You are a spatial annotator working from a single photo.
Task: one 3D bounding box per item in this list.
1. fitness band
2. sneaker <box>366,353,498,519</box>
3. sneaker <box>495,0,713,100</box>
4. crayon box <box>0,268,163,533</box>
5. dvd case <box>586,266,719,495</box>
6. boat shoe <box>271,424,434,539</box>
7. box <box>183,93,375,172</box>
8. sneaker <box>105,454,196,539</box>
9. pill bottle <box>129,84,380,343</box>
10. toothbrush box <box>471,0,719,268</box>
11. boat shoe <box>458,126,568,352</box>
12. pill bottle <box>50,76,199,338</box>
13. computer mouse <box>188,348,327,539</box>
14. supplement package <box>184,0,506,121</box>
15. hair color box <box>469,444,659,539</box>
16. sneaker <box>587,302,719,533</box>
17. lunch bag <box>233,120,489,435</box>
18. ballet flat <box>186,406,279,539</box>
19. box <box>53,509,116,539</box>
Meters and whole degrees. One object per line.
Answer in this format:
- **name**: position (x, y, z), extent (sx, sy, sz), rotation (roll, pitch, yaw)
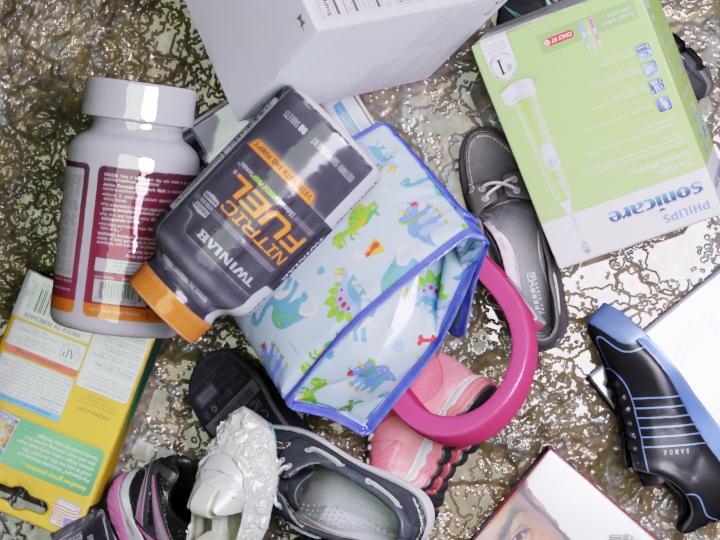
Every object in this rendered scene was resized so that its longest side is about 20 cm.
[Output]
- **fitness band**: position (0.069, 0.054, 1.459), extent (0.144, 0.037, 0.200), rotation (-45, 49, 7)
- **sneaker**: position (0.037, 0.159, 1.504), extent (0.087, 0.074, 0.201), rotation (40, 98, 34)
- **sneaker**: position (0.207, -0.195, 1.508), extent (0.199, 0.075, 0.080), rotation (34, 105, 9)
- **crayon box**: position (-0.259, 0.115, 1.520), extent (0.125, 0.052, 0.202), rotation (21, 88, 4)
- **dvd case**: position (0.313, 0.084, 1.506), extent (0.200, 0.018, 0.143), rotation (-39, 85, 1)
- **boat shoe**: position (-0.038, 0.175, 1.429), extent (0.198, 0.060, 0.076), rotation (12, 96, 23)
- **box**: position (-0.084, -0.093, 1.515), extent (0.199, 0.060, 0.117), rotation (-32, 85, 2)
- **sneaker**: position (-0.135, 0.245, 1.476), extent (0.086, 0.080, 0.201), rotation (-35, 86, 33)
- **pill bottle**: position (-0.087, -0.038, 1.365), extent (0.106, 0.106, 0.200), rotation (44, 89, 4)
- **toothbrush box**: position (0.198, -0.124, 1.447), extent (0.145, 0.086, 0.201), rotation (-20, 100, 21)
- **boat shoe**: position (0.133, -0.030, 1.501), extent (0.066, 0.057, 0.202), rotation (-17, 87, 2)
- **pill bottle**: position (-0.188, -0.051, 1.436), extent (0.108, 0.110, 0.202), rotation (8, 93, 3)
- **computer mouse**: position (-0.086, 0.172, 1.510), extent (0.200, 0.046, 0.141), rotation (45, 110, 16)
- **supplement package**: position (-0.017, -0.235, 1.421), extent (0.199, 0.152, 0.152), rotation (-16, 76, -35)
- **hair color box**: position (0.199, 0.254, 1.482), extent (0.200, 0.064, 0.111), rotation (40, 91, 5)
- **sneaker**: position (0.240, 0.124, 1.465), extent (0.078, 0.070, 0.201), rotation (-37, 87, -5)
- **lunch bag**: position (0.000, 0.000, 1.430), extent (0.201, 0.127, 0.170), rotation (-53, 46, 15)
- **ballet flat**: position (-0.113, 0.210, 1.406), extent (0.071, 0.072, 0.202), rotation (11, 93, 4)
- **box**: position (-0.185, 0.309, 1.429), extent (0.049, 0.158, 0.201), rotation (-24, 101, -7)
